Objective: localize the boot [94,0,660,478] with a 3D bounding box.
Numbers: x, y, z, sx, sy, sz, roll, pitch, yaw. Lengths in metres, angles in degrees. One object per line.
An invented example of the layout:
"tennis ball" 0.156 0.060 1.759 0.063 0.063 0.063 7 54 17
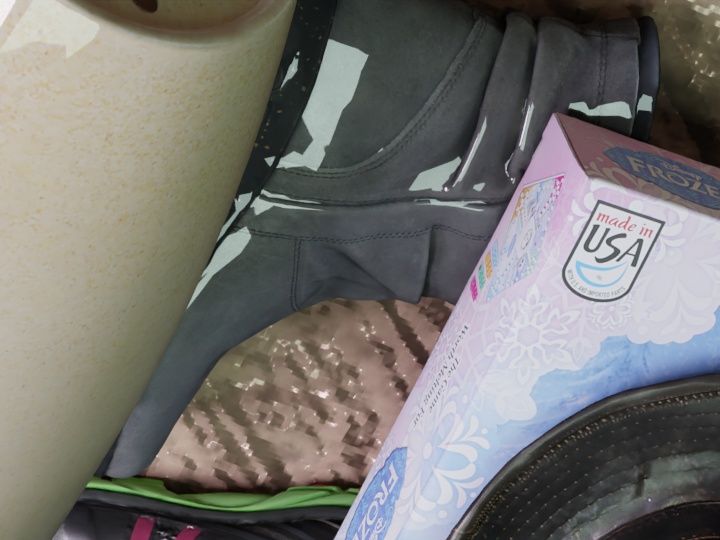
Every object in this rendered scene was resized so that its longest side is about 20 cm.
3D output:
"boot" 0.000 0.000 0.843 0.131 0.070 0.200 16 129 -17

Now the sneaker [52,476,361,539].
"sneaker" -0.066 0.113 0.914 0.199 0.084 0.077 -6 125 6

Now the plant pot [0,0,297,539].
"plant pot" -0.102 -0.037 0.715 0.187 0.188 0.200 29 136 -18

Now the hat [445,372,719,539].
"hat" 0.111 0.127 0.810 0.200 0.081 0.201 -6 121 -10

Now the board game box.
"board game box" 0.102 0.075 0.851 0.199 0.043 0.199 17 114 -21
